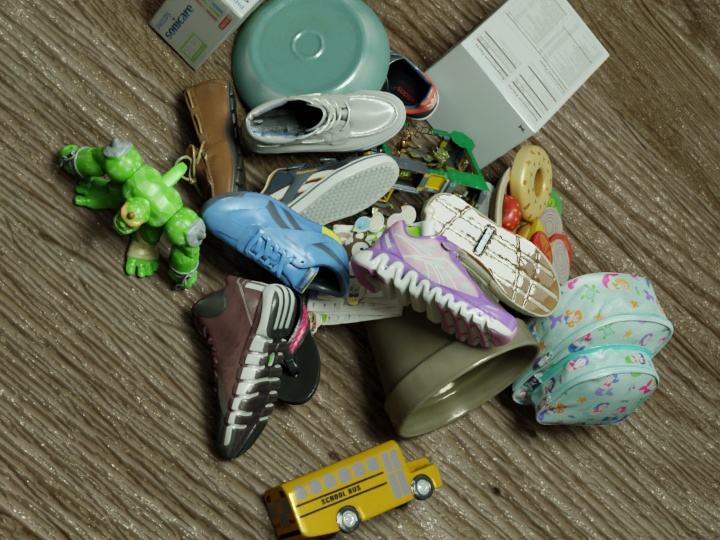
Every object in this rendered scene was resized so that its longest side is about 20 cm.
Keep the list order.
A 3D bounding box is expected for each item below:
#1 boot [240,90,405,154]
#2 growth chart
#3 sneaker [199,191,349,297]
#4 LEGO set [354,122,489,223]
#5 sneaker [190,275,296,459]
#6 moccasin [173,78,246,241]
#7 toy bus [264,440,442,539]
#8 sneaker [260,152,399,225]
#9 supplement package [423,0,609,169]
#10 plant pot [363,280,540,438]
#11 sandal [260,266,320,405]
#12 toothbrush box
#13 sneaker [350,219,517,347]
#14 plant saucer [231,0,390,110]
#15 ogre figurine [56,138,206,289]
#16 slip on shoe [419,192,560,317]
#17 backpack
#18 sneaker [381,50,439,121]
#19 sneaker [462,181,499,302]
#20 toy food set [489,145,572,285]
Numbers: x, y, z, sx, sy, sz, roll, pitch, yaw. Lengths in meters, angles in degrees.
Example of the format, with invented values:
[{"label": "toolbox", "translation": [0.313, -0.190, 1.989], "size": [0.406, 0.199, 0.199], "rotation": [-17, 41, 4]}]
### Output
[{"label": "boot", "translation": [-0.039, -0.171, 1.430], "size": [0.198, 0.096, 0.074], "rotation": [-11, 92, -6]}, {"label": "growth chart", "translation": [0.000, 0.000, 1.449], "size": [0.018, 0.198, 0.146], "rotation": [36, 47, -54]}, {"label": "sneaker", "translation": [-0.089, -0.025, 1.379], "size": [0.199, 0.066, 0.079], "rotation": [24, 36, -36]}, {"label": "LEGO set", "translation": [0.062, -0.108, 1.575], "size": [0.198, 0.116, 0.154], "rotation": [5, 42, -33]}, {"label": "sneaker", "translation": [-0.148, 0.100, 1.386], "size": [0.076, 0.115, 0.202], "rotation": [11, 97, -64]}, {"label": "moccasin", "translation": [-0.176, -0.129, 1.440], "size": [0.077, 0.074, 0.204], "rotation": [-9, 73, 0]}, {"label": "toy bus", "translation": [-0.005, 0.253, 1.415], "size": [0.199, 0.065, 0.079], "rotation": [-17, 81, -33]}, {"label": "sneaker", "translation": [-0.055, -0.095, 1.457], "size": [0.199, 0.079, 0.080], "rotation": [-29, 56, -5]}, {"label": "supplement package", "translation": [0.196, -0.264, 1.659], "size": [0.151, 0.152, 0.200], "rotation": [49, 56, -6]}, {"label": "plant pot", "translation": [0.087, 0.073, 1.472], "size": [0.199, 0.200, 0.174], "rotation": [-19, 67, -34]}, {"label": "sandal", "translation": [-0.090, 0.057, 1.428], "size": [0.074, 0.045, 0.202], "rotation": [-8, 69, 5]}, {"label": "toothbrush box", "translation": [-0.146, -0.358, 1.494], "size": [0.086, 0.145, 0.200], "rotation": [44, 56, -10]}, {"label": "sneaker", "translation": [0.090, 0.009, 1.353], "size": [0.199, 0.081, 0.089], "rotation": [29, 69, 18]}, {"label": "plant saucer", "translation": [-0.063, -0.269, 1.515], "size": [0.198, 0.036, 0.202], "rotation": [-1, 70, 4]}, {"label": "ogre figurine", "translation": [-0.241, -0.072, 1.354], "size": [0.098, 0.120, 0.201], "rotation": [-25, 86, -34]}, {"label": "slip on shoe", "translation": [0.153, -0.017, 1.481], "size": [0.199, 0.061, 0.076], "rotation": [35, 81, -3]}, {"label": "backpack", "translation": [0.287, 0.097, 1.535], "size": [0.176, 0.201, 0.151], "rotation": [6, 45, -29]}, {"label": "sneaker", "translation": [0.012, -0.260, 1.562], "size": [0.198, 0.085, 0.076], "rotation": [26, 88, 0]}, {"label": "sneaker", "translation": [0.159, -0.012, 1.610], "size": [0.088, 0.075, 0.202], "rotation": [23, 68, -36]}, {"label": "toy food set", "translation": [0.227, -0.046, 1.622], "size": [0.199, 0.048, 0.201], "rotation": [58, 38, -36]}]
